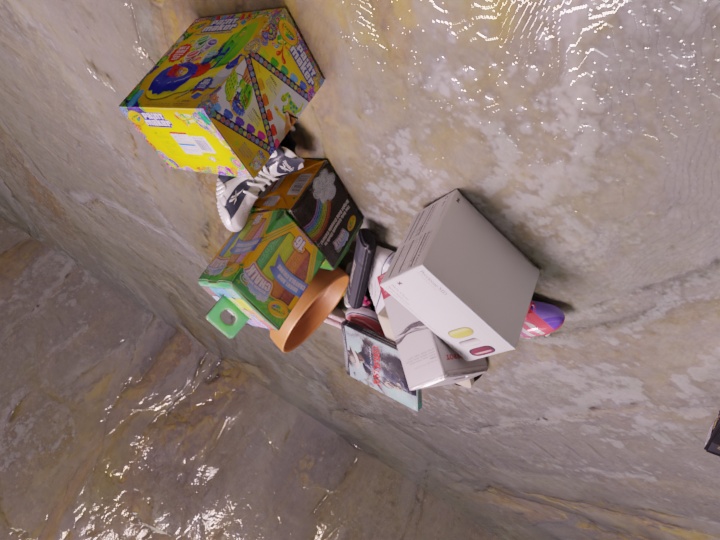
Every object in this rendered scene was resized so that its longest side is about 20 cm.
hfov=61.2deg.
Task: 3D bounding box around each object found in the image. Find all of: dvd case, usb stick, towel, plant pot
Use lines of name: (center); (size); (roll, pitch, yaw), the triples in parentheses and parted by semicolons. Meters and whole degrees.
dvd case: (0.043, 0.198, 1.277); (0.198, 0.022, 0.149); (23, 132, 35)
usb stick: (0.000, 0.000, 1.179); (0.202, 0.032, 0.056); (102, 151, -50)
towel: (-0.117, 0.089, 1.481); (0.188, 0.033, 0.200); (22, -177, -14)
plant pot: (-0.136, 0.043, 1.226); (0.139, 0.200, 0.201); (39, 158, 11)

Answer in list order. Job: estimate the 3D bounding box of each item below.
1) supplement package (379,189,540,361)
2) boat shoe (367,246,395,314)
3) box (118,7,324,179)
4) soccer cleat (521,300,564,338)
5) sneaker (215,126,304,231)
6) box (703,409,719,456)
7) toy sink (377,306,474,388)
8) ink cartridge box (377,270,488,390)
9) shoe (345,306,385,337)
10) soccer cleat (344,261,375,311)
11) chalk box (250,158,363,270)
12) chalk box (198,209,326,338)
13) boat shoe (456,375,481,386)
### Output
supplement package: (0.157, 0.012, 0.939); (0.199, 0.157, 0.110); (40, 146, -16)
boat shoe: (0.044, 0.019, 1.237); (0.065, 0.074, 0.202); (32, 146, 18)
box: (-0.192, -0.248, 0.854); (0.197, 0.195, 0.123); (12, 150, 38)
soccer cleat: (0.255, 0.065, 1.056); (0.198, 0.067, 0.077); (8, 143, 49)
sneaker: (-0.158, -0.160, 1.006); (0.127, 0.204, 0.079); (8, 169, 22)
box: (0.663, 0.267, 0.945); (0.197, 0.050, 0.200); (19, 154, 27)
toy sink: (0.154, 0.122, 1.207); (0.197, 0.112, 0.132); (15, 140, 41)
ink cartridge box: (0.123, 0.090, 1.031); (0.084, 0.204, 0.144); (-30, 158, 35)
shoe: (0.040, 0.166, 1.330); (0.199, 0.092, 0.071); (37, 141, -19)
soccer cleat: (-0.009, 0.055, 1.341); (0.084, 0.071, 0.201); (-4, 144, 22)
chalk box: (-0.087, -0.089, 1.114); (0.122, 0.126, 0.201); (11, 147, 39)
chalk box: (-0.176, 0.016, 1.019); (0.122, 0.202, 0.125); (1, 143, 49)
boat shoe: (0.191, 0.198, 1.321); (0.197, 0.077, 0.074); (10, -154, -38)
